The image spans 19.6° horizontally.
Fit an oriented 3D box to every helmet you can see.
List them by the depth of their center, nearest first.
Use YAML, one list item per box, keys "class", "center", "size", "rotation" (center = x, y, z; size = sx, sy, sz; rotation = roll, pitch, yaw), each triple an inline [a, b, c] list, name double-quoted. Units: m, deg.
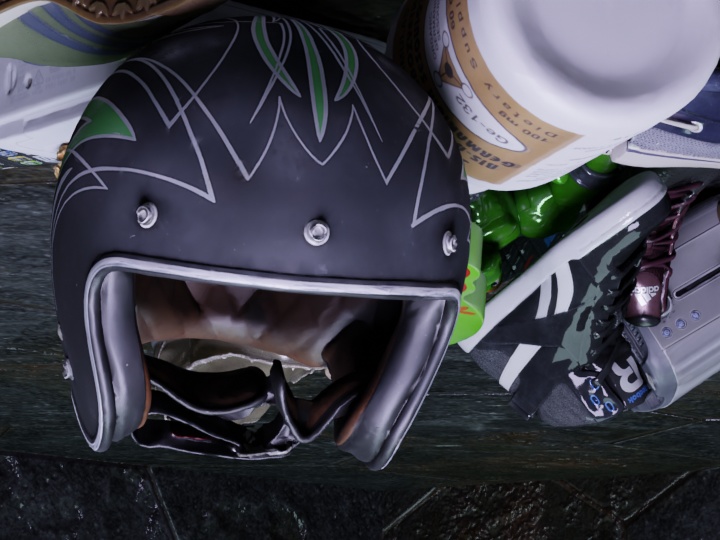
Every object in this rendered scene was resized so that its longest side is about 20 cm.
- class: "helmet"
  center: [-0.043, -0.017, 0.903]
  size: [0.200, 0.200, 0.191]
  rotation: [4, 125, -15]

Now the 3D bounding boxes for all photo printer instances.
- class: "photo printer"
  center: [-0.081, -0.092, 1.115]
  size: [0.200, 0.069, 0.166]
  rotation: [9, 167, -39]

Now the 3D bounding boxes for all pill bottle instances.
- class: "pill bottle"
  center: [0.074, -0.098, 0.953]
  size: [0.114, 0.114, 0.200]
  rotation: [4, 169, -17]

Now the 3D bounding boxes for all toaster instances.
- class: "toaster"
  center: [0.231, 0.024, 1.490]
  size: [0.129, 0.114, 0.200]
  rotation: [-30, 169, -6]

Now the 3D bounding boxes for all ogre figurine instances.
- class: "ogre figurine"
  center: [0.069, -0.047, 1.289]
  size: [0.200, 0.098, 0.120]
  rotation: [-29, 157, -7]

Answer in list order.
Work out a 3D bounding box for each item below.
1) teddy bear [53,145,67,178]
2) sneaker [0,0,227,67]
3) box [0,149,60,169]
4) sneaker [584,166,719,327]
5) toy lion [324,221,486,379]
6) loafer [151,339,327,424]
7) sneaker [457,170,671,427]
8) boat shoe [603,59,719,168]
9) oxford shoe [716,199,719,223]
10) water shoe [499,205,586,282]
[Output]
- class: "teddy bear"
  center: [-0.062, -0.026, 1.069]
  size: [0.200, 0.067, 0.145]
  rotation: [4, 164, 2]
- class: "sneaker"
  center: [-0.111, -0.132, 0.944]
  size: [0.200, 0.067, 0.090]
  rotation: [-5, 174, 36]
- class: "box"
  center: [-0.289, -0.094, 1.195]
  size: [0.193, 0.048, 0.200]
  rotation: [-1, 170, 22]
- class: "sneaker"
  center: [0.190, -0.025, 1.316]
  size: [0.076, 0.116, 0.200]
  rotation: [3, 169, -8]
- class: "toy lion"
  center: [0.000, 0.000, 1.220]
  size: [0.192, 0.069, 0.200]
  rotation: [-16, 150, 43]
- class: "loafer"
  center: [-0.061, 0.054, 1.141]
  size: [0.075, 0.070, 0.200]
  rotation: [6, 171, -22]
- class: "sneaker"
  center: [0.153, 0.027, 1.280]
  size: [0.073, 0.112, 0.200]
  rotation: [-41, 178, -42]
- class: "boat shoe"
  center: [0.219, -0.095, 1.077]
  size: [0.200, 0.075, 0.093]
  rotation: [-5, 159, -22]
- class: "oxford shoe"
  center: [0.316, -0.058, 1.279]
  size: [0.200, 0.073, 0.084]
  rotation: [-7, -173, 2]
- class: "water shoe"
  center: [0.102, -0.038, 1.427]
  size: [0.200, 0.079, 0.072]
  rotation: [-12, 139, -49]
